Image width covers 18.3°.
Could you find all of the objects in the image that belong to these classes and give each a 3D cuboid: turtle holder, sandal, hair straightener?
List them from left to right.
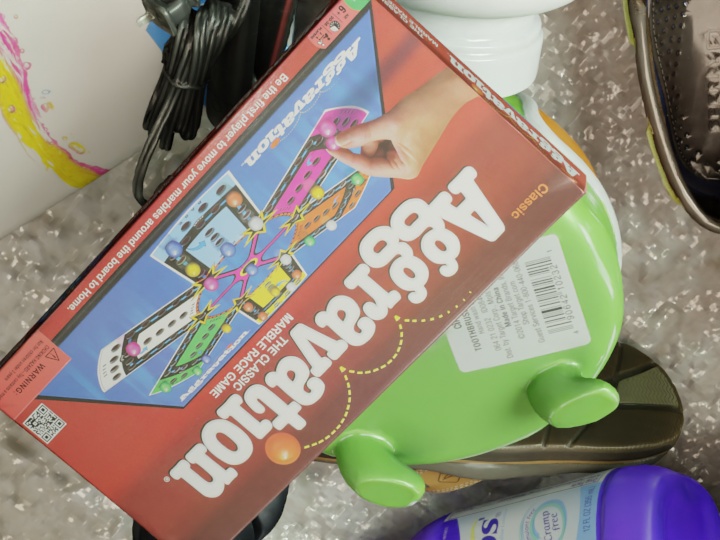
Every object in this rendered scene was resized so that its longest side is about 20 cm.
[{"bbox_3d":[-0.053,-0.093,0.761,0.041,0.077,0.201,44,134,26],"label":"hair straightener"},{"bbox_3d":[0.010,0.004,0.844,0.141,0.132,0.185,37,119,-22],"label":"turtle holder"},{"bbox_3d":[0.031,0.057,0.914,0.198,0.082,0.055,5,139,-8],"label":"sandal"}]

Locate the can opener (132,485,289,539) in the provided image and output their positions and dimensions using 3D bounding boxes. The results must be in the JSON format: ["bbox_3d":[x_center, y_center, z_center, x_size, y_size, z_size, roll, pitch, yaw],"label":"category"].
[{"bbox_3d":[-0.070,0.112,0.907,0.063,0.079,0.200,30,154,6],"label":"can opener"}]

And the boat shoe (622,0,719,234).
[{"bbox_3d":[0.128,-0.111,0.823,0.071,0.060,0.201,-5,116,6],"label":"boat shoe"}]

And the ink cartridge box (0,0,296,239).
[{"bbox_3d":[-0.136,-0.086,0.841,0.199,0.067,0.116,-32,113,16],"label":"ink cartridge box"}]

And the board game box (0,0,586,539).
[{"bbox_3d":[-0.029,0.006,0.753,0.103,0.019,0.200,40,111,-12],"label":"board game box"}]

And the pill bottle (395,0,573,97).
[{"bbox_3d":[0.041,-0.164,0.771,0.110,0.111,0.201,7,116,-1],"label":"pill bottle"}]

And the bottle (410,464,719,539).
[{"bbox_3d":[0.055,0.138,0.918,0.199,0.084,0.065,-19,153,37],"label":"bottle"}]
